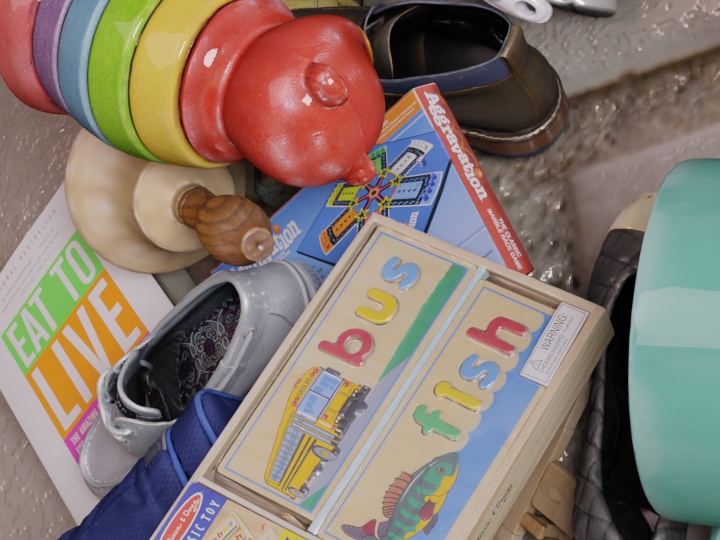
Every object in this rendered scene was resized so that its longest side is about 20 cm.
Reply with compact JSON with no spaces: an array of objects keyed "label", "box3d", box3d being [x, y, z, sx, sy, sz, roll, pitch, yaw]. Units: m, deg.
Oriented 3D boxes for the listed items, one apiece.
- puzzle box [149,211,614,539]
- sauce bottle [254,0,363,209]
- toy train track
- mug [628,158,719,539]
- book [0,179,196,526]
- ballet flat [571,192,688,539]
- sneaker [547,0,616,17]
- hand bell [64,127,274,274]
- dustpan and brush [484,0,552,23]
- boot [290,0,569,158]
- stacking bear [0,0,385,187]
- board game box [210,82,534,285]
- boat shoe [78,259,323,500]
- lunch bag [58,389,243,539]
[{"label":"puzzle box","box3d":[0.008,0.077,0.890,0.132,0.025,0.201,22,68,30]},{"label":"sauce bottle","box3d":[-0.029,-0.133,1.114,0.064,0.065,0.201,-16,65,34]},{"label":"toy train track","box3d":[0.066,0.079,0.991,0.200,0.032,0.115,38,107,46]},{"label":"mug","box3d":[0.190,0.041,0.835,0.114,0.185,0.153,3,57,24]},{"label":"book","box3d":[-0.144,0.057,1.162,0.134,0.048,0.200,-50,54,17]},{"label":"ballet flat","box3d":[0.134,0.052,0.903,0.057,0.066,0.201,111,169,-63]},{"label":"sneaker","box3d":[0.059,-0.192,1.051,0.199,0.070,0.081,21,101,32]},{"label":"hand bell","box3d":[-0.078,-0.030,1.014,0.105,0.104,0.200,-65,23,2]},{"label":"dustpan and brush","box3d":[0.011,-0.179,0.957,0.199,0.057,0.140,29,137,8]},{"label":"boot","box3d":[0.004,-0.115,1.013,0.199,0.097,0.075,10,74,16]},{"label":"stacking bear","box3d":[-0.072,-0.100,0.965,0.199,0.122,0.114,24,55,34]},{"label":"board game box","box3d":[0.000,0.000,1.011,0.200,0.019,0.103,-39,76,47]},{"label":"boat shoe","box3d":[-0.100,0.058,1.047,0.201,0.071,0.070,-43,60,34]},{"label":"lunch bag","box3d":[-0.038,0.162,0.965,0.132,0.136,0.200,-48,54,17]}]
